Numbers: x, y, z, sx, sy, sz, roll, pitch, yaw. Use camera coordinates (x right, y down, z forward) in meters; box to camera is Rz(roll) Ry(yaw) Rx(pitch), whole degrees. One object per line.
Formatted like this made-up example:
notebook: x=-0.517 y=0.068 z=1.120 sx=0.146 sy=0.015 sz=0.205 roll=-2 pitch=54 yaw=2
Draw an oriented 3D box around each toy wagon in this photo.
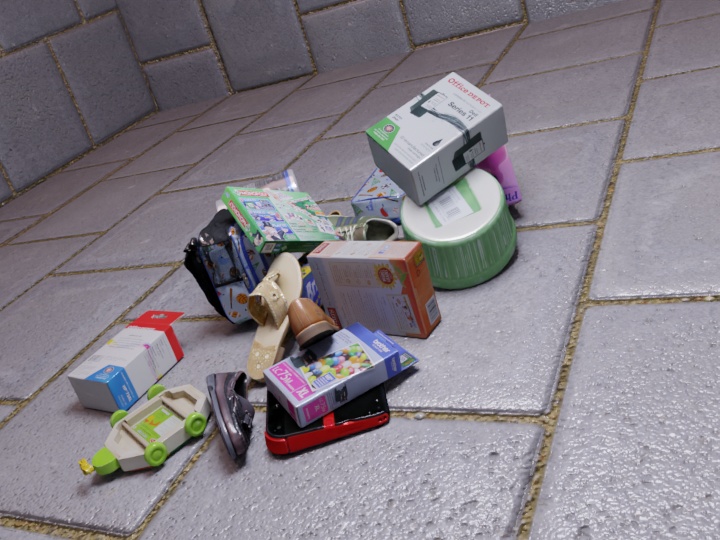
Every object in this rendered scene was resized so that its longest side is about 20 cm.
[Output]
toy wagon: x=-0.318 y=0.241 z=1.079 sx=0.198 sy=0.040 sz=0.153 roll=-35 pitch=29 yaw=-28

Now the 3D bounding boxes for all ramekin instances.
ramekin: x=0.159 y=-0.080 z=1.224 sx=0.194 sy=0.099 sz=0.204 roll=-11 pitch=48 yaw=12

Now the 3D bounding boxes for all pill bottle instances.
pill bottle: x=-0.232 y=-0.150 z=1.710 sx=0.195 sy=0.116 sz=0.114 roll=-21 pitch=25 yaw=-2

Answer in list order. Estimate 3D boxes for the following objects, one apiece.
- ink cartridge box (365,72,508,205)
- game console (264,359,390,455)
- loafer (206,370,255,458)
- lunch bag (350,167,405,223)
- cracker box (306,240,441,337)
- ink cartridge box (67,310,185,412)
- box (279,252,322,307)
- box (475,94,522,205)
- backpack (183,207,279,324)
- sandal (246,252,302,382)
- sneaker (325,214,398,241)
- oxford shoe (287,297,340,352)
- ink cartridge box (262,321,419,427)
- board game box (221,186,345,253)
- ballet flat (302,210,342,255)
ink cartridge box: x=0.130 y=-0.227 z=1.234 sx=0.198 sy=0.084 sz=0.147 roll=-35 pitch=49 yaw=-11
game console: x=-0.052 y=0.175 z=1.037 sx=0.172 sy=0.032 sz=0.201 roll=-13 pitch=26 yaw=0
loafer: x=-0.179 y=0.192 z=1.042 sx=0.061 sy=0.074 sz=0.200 roll=-19 pitch=21 yaw=-12
lunch bag: x=0.069 y=-0.171 z=1.583 sx=0.156 sy=0.077 sz=0.201 roll=-6 pitch=29 yaw=31
cracker box: x=0.020 y=0.026 z=1.148 sx=0.196 sy=0.137 sz=0.058 roll=3 pitch=31 yaw=38
ink cartridge box: x=-0.392 y=0.153 z=1.274 sx=0.114 sy=0.069 sz=0.200 roll=0 pitch=32 yaw=35
box: x=-0.091 y=0.021 z=1.286 sx=0.063 sy=0.072 sz=0.200 roll=-8 pitch=19 yaw=25
box: x=0.186 y=-0.197 z=1.373 sx=0.171 sy=0.206 sz=0.097 roll=-17 pitch=1 yaw=2
backpack: x=-0.201 y=-0.010 z=1.318 sx=0.149 sy=0.196 sz=0.201 roll=-5 pitch=24 yaw=17
sandal: x=-0.146 y=0.060 z=1.142 sx=0.076 sy=0.069 sz=0.218 roll=-1 pitch=68 yaw=29
sneaker: x=-0.016 y=-0.071 z=1.390 sx=0.194 sy=0.069 sz=0.090 roll=-7 pitch=10 yaw=-21
oxford shoe: x=-0.075 y=0.077 z=1.102 sx=0.070 sy=0.073 sz=0.200 roll=-28 pitch=-10 yaw=-8
ink cartridge box: x=-0.027 y=0.134 z=1.028 sx=0.196 sy=0.043 sz=0.119 roll=-23 pitch=28 yaw=-23
board game box: x=-0.131 y=-0.087 z=1.272 sx=0.197 sy=0.029 sz=0.135 roll=-2 pitch=45 yaw=-50
ballet flat: x=-0.079 y=-0.057 z=1.472 sx=0.067 sy=0.064 sz=0.201 roll=-5 pitch=29 yaw=23
